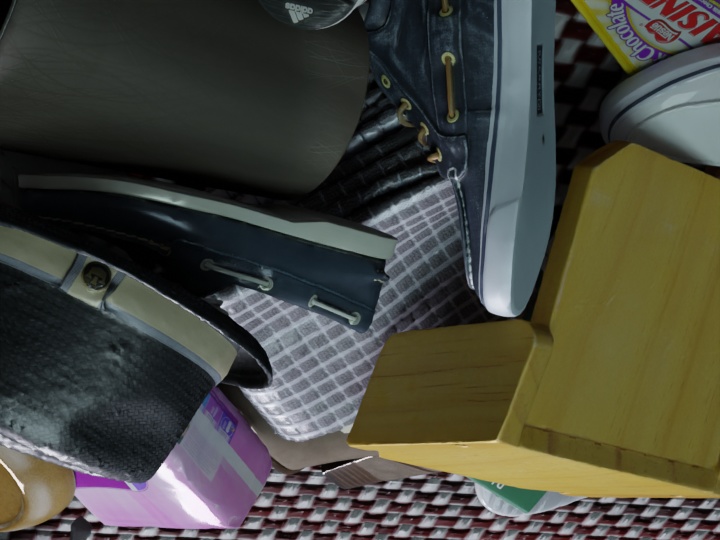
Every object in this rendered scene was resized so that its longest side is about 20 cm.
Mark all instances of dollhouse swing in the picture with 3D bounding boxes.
[{"bbox_3d":[0.125,0.034,0.945,0.200,0.176,0.182,16,164,-38],"label":"dollhouse swing"}]

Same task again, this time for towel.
[{"bbox_3d":[0.000,0.000,0.932,0.200,0.086,0.166,-30,136,4],"label":"towel"}]

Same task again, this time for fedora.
[{"bbox_3d":[-0.146,0.042,0.759,0.200,0.092,0.201,22,166,6],"label":"fedora"}]

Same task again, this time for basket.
[{"bbox_3d":[-0.106,-0.110,0.773,0.200,0.136,0.180,13,167,-34],"label":"basket"}]

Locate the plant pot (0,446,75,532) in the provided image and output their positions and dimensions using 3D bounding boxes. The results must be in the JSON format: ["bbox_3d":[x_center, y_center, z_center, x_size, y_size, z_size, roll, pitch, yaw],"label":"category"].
[{"bbox_3d":[-0.274,0.108,0.988,0.200,0.028,0.200,15,144,12],"label":"plant pot"}]

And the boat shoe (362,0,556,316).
[{"bbox_3d":[0.051,-0.079,0.825,0.091,0.201,0.071,4,-175,21],"label":"boat shoe"}]

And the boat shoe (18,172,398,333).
[{"bbox_3d":[-0.077,-0.009,0.799,0.200,0.075,0.062,10,96,-31],"label":"boat shoe"}]

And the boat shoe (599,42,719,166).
[{"bbox_3d":[0.235,-0.086,0.888,0.199,0.067,0.074,-11,141,9],"label":"boat shoe"}]

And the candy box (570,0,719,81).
[{"bbox_3d":[0.166,-0.162,0.863,0.102,0.026,0.200,-27,137,22],"label":"candy box"}]

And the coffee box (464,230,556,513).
[{"bbox_3d":[0.128,0.054,1.031,0.123,0.044,0.200,32,100,-40],"label":"coffee box"}]

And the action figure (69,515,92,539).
[{"bbox_3d":[-0.300,0.249,1.155,0.199,0.105,0.194,5,127,-22],"label":"action figure"}]

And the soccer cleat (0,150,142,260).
[{"bbox_3d":[-0.175,-0.039,0.821,0.200,0.085,0.069,32,107,-8],"label":"soccer cleat"}]

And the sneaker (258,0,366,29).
[{"bbox_3d":[0.000,-0.215,0.738,0.075,0.115,0.201,17,105,8],"label":"sneaker"}]

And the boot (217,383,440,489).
[{"bbox_3d":[0.011,0.085,1.069,0.146,0.070,0.200,-29,145,20],"label":"boot"}]

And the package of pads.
[{"bbox_3d":[-0.155,0.078,0.970,0.120,0.076,0.200,-7,134,34],"label":"package of pads"}]

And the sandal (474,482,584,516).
[{"bbox_3d":[0.170,0.120,1.153,0.206,0.059,0.079,-10,111,-17],"label":"sandal"}]

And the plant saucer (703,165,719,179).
[{"bbox_3d":[0.310,-0.064,1.005,0.200,0.032,0.201,-6,138,-6],"label":"plant saucer"}]
